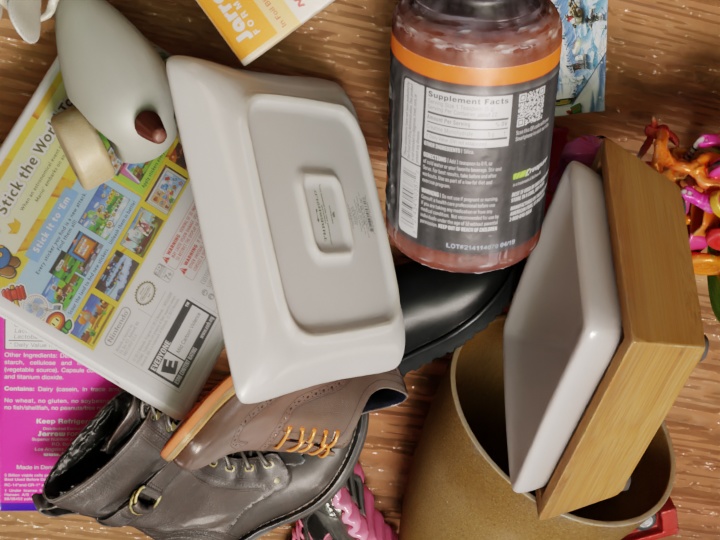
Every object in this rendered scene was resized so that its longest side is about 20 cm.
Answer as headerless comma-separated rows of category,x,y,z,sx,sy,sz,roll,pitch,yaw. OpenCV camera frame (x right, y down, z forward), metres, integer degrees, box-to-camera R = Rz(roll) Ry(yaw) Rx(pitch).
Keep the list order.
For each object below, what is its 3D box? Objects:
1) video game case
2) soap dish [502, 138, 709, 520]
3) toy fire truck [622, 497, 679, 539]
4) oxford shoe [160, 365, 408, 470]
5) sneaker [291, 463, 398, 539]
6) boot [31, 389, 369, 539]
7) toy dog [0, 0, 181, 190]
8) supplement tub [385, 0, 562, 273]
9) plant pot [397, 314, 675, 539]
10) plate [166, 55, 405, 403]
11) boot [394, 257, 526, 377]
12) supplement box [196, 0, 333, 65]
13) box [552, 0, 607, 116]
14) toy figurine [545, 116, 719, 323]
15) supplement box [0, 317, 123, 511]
video game case,-0.142,-0.038,0.865,0.181,0.023,0.202,32,70,-13
soap dish,0.152,0.043,0.881,0.080,0.159,0.201,7,140,-7
toy fire truck,0.224,0.249,1.177,0.197,0.049,0.143,-15,122,-3
oxford shoe,-0.041,0.088,0.877,0.199,0.073,0.071,-26,165,-43
sneaker,-0.027,0.213,1.099,0.094,0.079,0.201,-19,121,13
boot,-0.101,0.122,0.927,0.200,0.069,0.174,-44,136,0
toy dog,-0.155,-0.138,0.793,0.132,0.096,0.200,-47,111,-10
supplement tub,0.069,-0.107,0.846,0.105,0.107,0.202,-4,123,-9
plant pot,0.109,0.169,1.050,0.184,0.188,0.201,15,133,-19
plate,-0.032,-0.031,0.842,0.032,0.199,0.203,-16,85,28
boot,0.000,-0.001,0.976,0.197,0.074,0.163,-35,121,14
supplement box,-0.023,-0.233,0.806,0.199,0.074,0.127,-34,104,18
box,0.094,-0.196,0.900,0.135,0.040,0.202,-7,120,-7
toy figurine,0.189,-0.053,0.937,0.181,0.200,0.152,8,74,-3
supplement box,-0.200,0.057,0.950,0.102,0.102,0.202,2,118,-13
